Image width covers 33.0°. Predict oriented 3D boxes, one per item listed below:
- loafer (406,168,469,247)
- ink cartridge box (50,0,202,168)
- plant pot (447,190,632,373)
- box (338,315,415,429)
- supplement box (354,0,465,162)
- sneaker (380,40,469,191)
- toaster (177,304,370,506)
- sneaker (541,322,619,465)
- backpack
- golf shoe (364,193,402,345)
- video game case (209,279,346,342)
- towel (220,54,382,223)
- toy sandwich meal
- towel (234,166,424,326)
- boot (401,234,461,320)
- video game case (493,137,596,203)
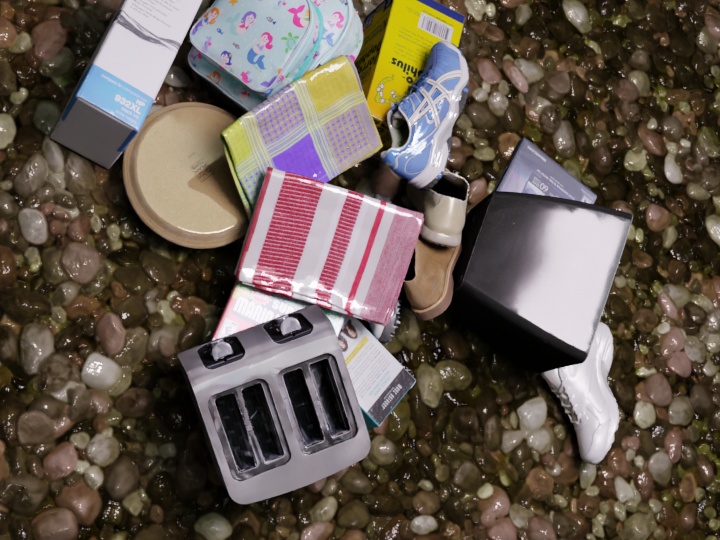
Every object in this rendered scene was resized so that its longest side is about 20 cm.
[{"bbox_3d":[0.108,-0.100,1.581,0.075,0.069,0.200,15,27,-14],"label":"loafer"},{"bbox_3d":[-0.277,-0.242,1.445,0.083,0.145,0.201,28,66,-16],"label":"ink cartridge box"},{"bbox_3d":[0.212,0.004,1.583,0.176,0.200,0.201,21,78,-5],"label":"plant pot"},{"bbox_3d":[-0.030,0.101,1.523,0.200,0.049,0.082,47,63,-7],"label":"box"},{"bbox_3d":[0.051,-0.259,1.628,0.109,0.109,0.202,22,68,-19],"label":"supplement box"},{"bbox_3d":[0.081,-0.204,1.522,0.077,0.076,0.202,22,68,-23],"label":"sneaker"},{"bbox_3d":[-0.098,0.160,1.387,0.179,0.119,0.202,-19,98,-10],"label":"toaster"},{"bbox_3d":[0.292,0.165,1.655,0.098,0.078,0.202,7,64,-17],"label":"sneaker"},{"bbox_3d":[-0.101,-0.286,1.499,0.177,0.151,0.200,39,83,20],"label":"backpack"},{"bbox_3d":[0.000,0.000,1.560,0.094,0.078,0.202,-1,69,-16],"label":"golf shoe"},{"bbox_3d":[-0.081,0.028,1.477,0.142,0.017,0.201,26,72,-13],"label":"video game case"},{"bbox_3d":[-0.068,-0.156,1.456,0.199,0.023,0.144,-33,127,-21],"label":"towel"},{"bbox_3d":[-0.197,-0.112,1.496,0.203,0.070,0.207,5,74,-19],"label":"toy sandwich meal"},{"bbox_3d":[-0.037,-0.027,1.447,0.198,0.023,0.145,17,98,-11],"label":"towel"},{"bbox_3d":[0.082,-0.029,1.557,0.076,0.073,0.201,53,24,-29],"label":"boot"},{"bbox_3d":[0.244,-0.070,1.721,0.142,0.019,0.201,36,63,-13],"label":"video game case"}]
